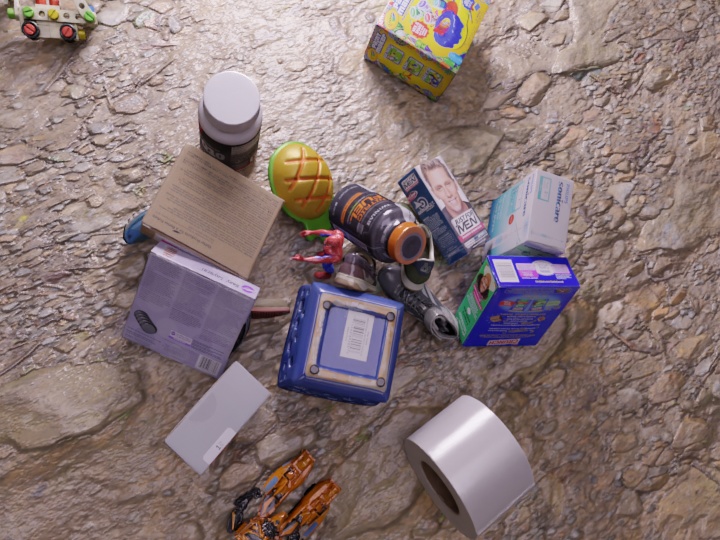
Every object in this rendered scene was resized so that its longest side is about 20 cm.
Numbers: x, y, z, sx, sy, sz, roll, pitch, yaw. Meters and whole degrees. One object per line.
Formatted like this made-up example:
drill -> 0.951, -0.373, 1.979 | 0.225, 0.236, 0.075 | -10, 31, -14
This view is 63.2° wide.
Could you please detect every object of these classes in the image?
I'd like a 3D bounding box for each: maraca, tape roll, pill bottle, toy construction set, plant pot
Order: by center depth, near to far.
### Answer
plant pot -> -0.029, 0.130, 1.041 | 0.197, 0.180, 0.203 | 14, 78, -9
tape roll -> 0.190, 0.347, 1.044 | 0.138, 0.203, 0.204 | -32, 88, -18
pill bottle -> -0.236, -0.266, 1.059 | 0.112, 0.200, 0.116 | 3, 78, -13
pill bottle -> 0.033, -0.081, 1.073 | 0.105, 0.199, 0.108 | -18, 123, -30
toy construction set -> -0.569, -0.493, 1.078 | 0.196, 0.092, 0.134 | 0, 103, -6
maraca -> -0.102, -0.150, 1.123 | 0.137, 0.106, 0.201 | -44, 116, -28

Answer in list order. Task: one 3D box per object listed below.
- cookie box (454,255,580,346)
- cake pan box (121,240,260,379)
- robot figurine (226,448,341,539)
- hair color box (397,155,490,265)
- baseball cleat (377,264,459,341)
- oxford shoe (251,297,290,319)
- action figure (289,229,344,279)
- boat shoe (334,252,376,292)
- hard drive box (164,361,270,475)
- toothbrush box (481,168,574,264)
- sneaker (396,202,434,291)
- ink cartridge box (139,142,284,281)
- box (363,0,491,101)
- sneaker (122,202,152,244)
cookie box -> 0.292, 0.064, 1.123 | 0.168, 0.201, 0.076 | 1, 51, -14
cake pan box -> -0.288, 0.073, 1.004 | 0.197, 0.053, 0.186 | 24, 117, -7
robot figurine -> -0.136, 0.421, 1.021 | 0.145, 0.058, 0.200 | 46, 72, 0
hair color box -> 0.171, -0.124, 1.189 | 0.100, 0.060, 0.202 | -30, 87, -44
baseball cleat -> 0.117, 0.061, 1.130 | 0.199, 0.106, 0.070 | 37, 95, -3
oxford shoe -> -0.224, 0.044, 1.070 | 0.197, 0.071, 0.075 | 9, 71, -14
action figure -> -0.082, -0.033, 1.051 | 0.097, 0.200, 0.066 | 7, 77, -11
boat shoe -> 0.000, 0.000, 1.065 | 0.071, 0.200, 0.066 | 21, 94, 10
hard drive box -> -0.234, 0.236, 0.960 | 0.077, 0.200, 0.156 | 42, 73, -2
toothbrush box -> 0.329, -0.090, 1.166 | 0.084, 0.200, 0.149 | 15, 76, -10
sneaker -> 0.106, -0.068, 1.130 | 0.066, 0.090, 0.203 | 4, 56, -18
ink cartridge box -> -0.257, -0.096, 1.023 | 0.198, 0.075, 0.167 | 30, 70, -19
box -> 0.140, -0.512, 1.244 | 0.191, 0.122, 0.202 | 28, 74, -6
sneaker -> -0.330, -0.083, 1.065 | 0.197, 0.078, 0.091 | -20, 88, -17
